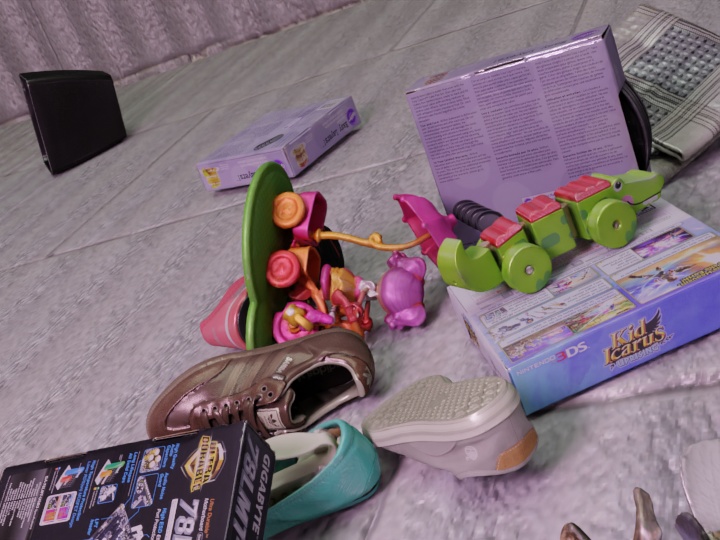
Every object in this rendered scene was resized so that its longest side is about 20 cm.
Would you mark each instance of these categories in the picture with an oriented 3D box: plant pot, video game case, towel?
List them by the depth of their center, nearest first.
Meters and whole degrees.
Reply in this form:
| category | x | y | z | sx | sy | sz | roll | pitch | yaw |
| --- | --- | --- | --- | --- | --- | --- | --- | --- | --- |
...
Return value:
| category | x | y | z | sx | sy | sz | roll | pitch | yaw |
| --- | --- | --- | --- | --- | --- | --- | --- | --- | --- |
| video game case | 0.184 | 0.020 | 0.866 | 0.199 | 0.046 | 0.181 | -24 | 19 | -1 |
| towel | 0.297 | -0.188 | 1.132 | 0.200 | 0.035 | 0.192 | -39 | 54 | -17 |
| plant pot | -0.606 | -0.334 | 2.362 | 0.176 | 0.201 | 0.200 | -17 | 18 | -16 |

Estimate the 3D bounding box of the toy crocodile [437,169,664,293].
| category | x | y | z | sx | sy | sz | roll | pitch | yaw |
| --- | --- | --- | --- | --- | --- | --- | --- | --- | --- |
| toy crocodile | 0.152 | -0.036 | 0.885 | 0.199 | 0.062 | 0.067 | -27 | 20 | -11 |

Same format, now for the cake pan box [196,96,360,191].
| category | x | y | z | sx | sy | sz | roll | pitch | yaw |
| --- | --- | --- | --- | --- | --- | --- | --- | --- | --- |
| cake pan box | -0.121 | -0.194 | 1.676 | 0.183 | 0.053 | 0.200 | -4 | 28 | 36 |

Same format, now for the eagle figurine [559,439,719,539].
| category | x | y | z | sx | sy | sz | roll | pitch | yaw |
| --- | --- | --- | --- | --- | --- | --- | --- | --- | --- |
| eagle figurine | 0.154 | 0.167 | 0.442 | 0.151 | 0.152 | 0.200 | -17 | 8 | -14 |

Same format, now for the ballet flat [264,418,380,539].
| category | x | y | z | sx | sy | sz | roll | pitch | yaw |
| --- | --- | --- | --- | --- | --- | --- | --- | --- | --- |
| ballet flat | -0.083 | 0.159 | 0.771 | 0.199 | 0.071 | 0.067 | -27 | 24 | -8 |

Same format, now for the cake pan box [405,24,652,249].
| category | x | y | z | sx | sy | sz | roll | pitch | yaw |
| --- | --- | --- | --- | --- | --- | --- | --- | --- | --- |
| cake pan box | 0.160 | -0.108 | 1.006 | 0.199 | 0.185 | 0.052 | -13 | 22 | 27 |

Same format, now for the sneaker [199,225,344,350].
| category | x | y | z | sx | sy | sz | roll | pitch | yaw |
| --- | --- | --- | --- | --- | --- | --- | --- | --- | --- |
| sneaker | -0.093 | 0.013 | 1.136 | 0.086 | 0.074 | 0.200 | -11 | 22 | 39 |

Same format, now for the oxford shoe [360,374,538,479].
| category | x | y | z | sx | sy | sz | roll | pitch | yaw |
| --- | --- | --- | --- | --- | --- | --- | --- | --- | --- |
| oxford shoe | 0.057 | 0.111 | 0.773 | 0.075 | 0.058 | 0.200 | -39 | 10 | -22 |

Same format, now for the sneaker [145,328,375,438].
| category | x | y | z | sx | sy | sz | roll | pitch | yaw |
| --- | --- | --- | --- | --- | --- | --- | --- | --- | --- |
| sneaker | -0.084 | 0.104 | 0.907 | 0.199 | 0.071 | 0.076 | -24 | 22 | 0 |

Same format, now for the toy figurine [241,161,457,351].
| category | x | y | z | sx | sy | sz | roll | pitch | yaw |
| --- | --- | --- | --- | --- | --- | --- | --- | --- | --- |
| toy figurine | 0.000 | 0.000 | 1.004 | 0.183 | 0.202 | 0.150 | 1 | -16 | 15 |

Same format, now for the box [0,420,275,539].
| category | x | y | z | sx | sy | sz | roll | pitch | yaw |
| --- | --- | --- | --- | --- | --- | --- | --- | --- | --- |
| box | -0.158 | 0.201 | 0.688 | 0.197 | 0.050 | 0.201 | -14 | 46 | 20 |
